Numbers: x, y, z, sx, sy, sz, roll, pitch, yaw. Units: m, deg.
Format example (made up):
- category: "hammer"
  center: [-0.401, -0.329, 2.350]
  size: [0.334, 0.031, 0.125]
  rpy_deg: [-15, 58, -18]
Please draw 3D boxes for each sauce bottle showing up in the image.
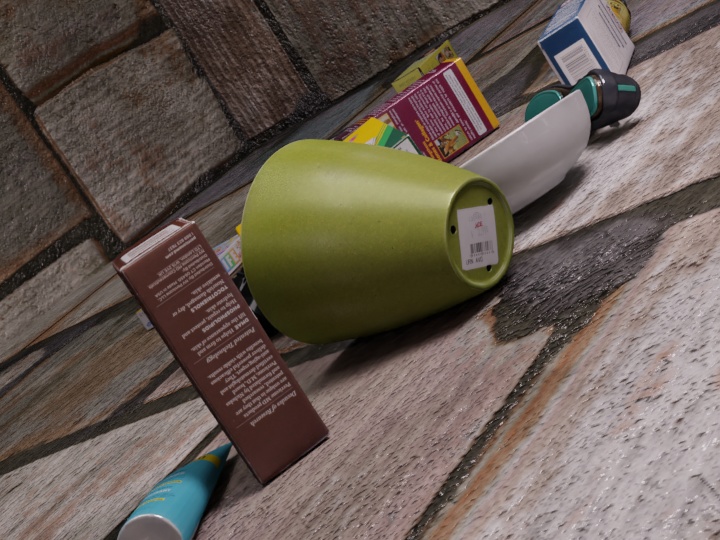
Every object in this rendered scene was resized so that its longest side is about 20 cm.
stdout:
- category: "sauce bottle"
  center: [0.337, -0.338, 1.748]
  size: [0.066, 0.066, 0.200]
  rpy_deg: [-29, 13, 23]

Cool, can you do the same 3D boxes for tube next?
- category: "tube"
  center: [-0.145, 0.183, 1.009]
  size: [0.077, 0.051, 0.200]
  rpy_deg: [-25, 7, 6]

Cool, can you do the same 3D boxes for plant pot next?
- category: "plant pot"
  center: [0.030, -0.028, 1.111]
  size: [0.198, 0.189, 0.187]
  rpy_deg: [-1, 31, 44]

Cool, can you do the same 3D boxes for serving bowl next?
- category: "serving bowl"
  center: [0.144, -0.093, 1.234]
  size: [0.199, 0.066, 0.200]
  rpy_deg: [-33, 0, 0]

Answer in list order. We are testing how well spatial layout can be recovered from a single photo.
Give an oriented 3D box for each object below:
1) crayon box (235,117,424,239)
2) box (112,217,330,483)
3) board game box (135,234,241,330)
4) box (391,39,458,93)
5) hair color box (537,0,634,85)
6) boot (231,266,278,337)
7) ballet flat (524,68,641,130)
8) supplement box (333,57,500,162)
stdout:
- category: "crayon box"
  center: [-0.032, -0.071, 1.338]
  size: [0.199, 0.058, 0.173]
  rpy_deg: [-39, 18, -2]
- category: "box"
  center: [-0.112, 0.060, 1.011]
  size: [0.074, 0.201, 0.100]
  rpy_deg: [-32, 11, -10]
- category: "board game box"
  center: [-0.259, 0.012, 2.049]
  size: [0.134, 0.034, 0.200]
  rpy_deg: [-27, 13, 32]
- category: "box"
  center: [0.139, -0.425, 2.709]
  size: [0.075, 0.050, 0.200]
  rpy_deg: [-27, 14, 32]
- category: "hair color box"
  center: [0.279, -0.276, 1.563]
  size: [0.060, 0.101, 0.200]
  rpy_deg: [-29, 12, 26]
- category: "boot"
  center: [-0.123, 0.003, 1.498]
  size: [0.197, 0.073, 0.164]
  rpy_deg: [-11, 44, 48]
- category: "ballet flat"
  center: [0.239, -0.171, 1.354]
  size: [0.073, 0.073, 0.200]
  rpy_deg: [-36, 5, -13]
- category: "supplement box"
  center: [0.076, -0.191, 1.756]
  size: [0.199, 0.111, 0.086]
  rpy_deg: [-35, 11, -4]
